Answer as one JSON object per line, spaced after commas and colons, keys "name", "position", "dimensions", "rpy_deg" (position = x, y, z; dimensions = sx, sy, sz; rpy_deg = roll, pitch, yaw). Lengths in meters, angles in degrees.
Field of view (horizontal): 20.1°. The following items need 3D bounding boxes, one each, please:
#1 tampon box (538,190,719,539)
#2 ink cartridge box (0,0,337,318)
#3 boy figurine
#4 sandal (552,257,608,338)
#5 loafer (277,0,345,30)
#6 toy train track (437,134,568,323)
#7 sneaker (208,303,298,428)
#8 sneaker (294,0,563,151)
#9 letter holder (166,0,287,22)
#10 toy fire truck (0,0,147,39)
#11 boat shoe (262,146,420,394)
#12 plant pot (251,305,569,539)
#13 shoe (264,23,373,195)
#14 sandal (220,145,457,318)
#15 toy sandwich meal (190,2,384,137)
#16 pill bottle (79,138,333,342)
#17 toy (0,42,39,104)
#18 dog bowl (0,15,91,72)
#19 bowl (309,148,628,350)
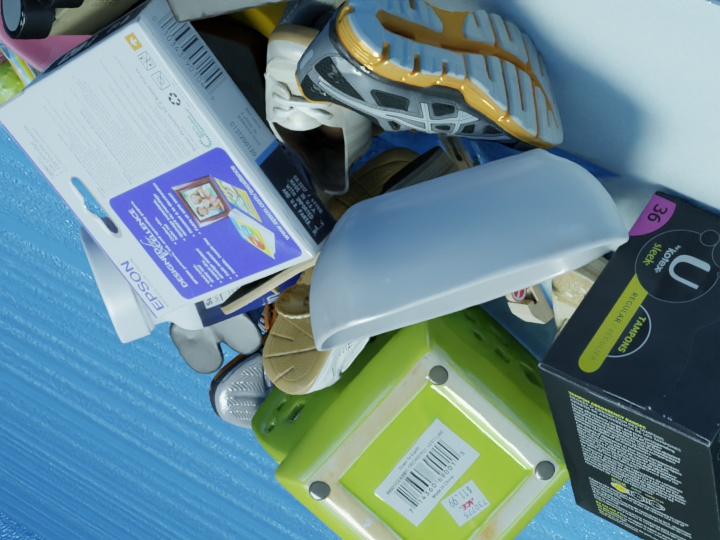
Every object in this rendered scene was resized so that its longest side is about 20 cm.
{"name": "tampon box", "position": [0.216, 0.079, 1.328], "dimensions": [0.126, 0.150, 0.200], "rpy_deg": [25, 156, 27]}
{"name": "ink cartridge box", "position": [-0.138, -0.073, 1.399], "dimensions": [0.199, 0.043, 0.199], "rpy_deg": [-20, 112, 48]}
{"name": "boy figurine", "position": [-0.101, 0.005, 1.704], "dimensions": [0.124, 0.200, 0.065], "rpy_deg": [-26, 114, 21]}
{"name": "sandal", "position": [0.160, 0.069, 1.490], "dimensions": [0.077, 0.070, 0.212], "rpy_deg": [27, 156, 26]}
{"name": "loafer", "position": [0.012, -0.182, 1.248], "dimensions": [0.069, 0.076, 0.200], "rpy_deg": [25, 164, -14]}
{"name": "toy train track", "position": [0.077, -0.043, 1.402], "dimensions": [0.114, 0.032, 0.201], "rpy_deg": [7, 129, 56]}
{"name": "sneaker", "position": [-0.070, 0.068, 1.718], "dimensions": [0.112, 0.199, 0.078], "rpy_deg": [23, 123, 41]}
{"name": "sneaker", "position": [0.045, -0.114, 1.224], "dimensions": [0.199, 0.079, 0.077], "rpy_deg": [20, 141, -39]}
{"name": "letter holder", "position": [-0.086, -0.272, 1.179], "dimensions": [0.100, 0.143, 0.201], "rpy_deg": [-9, 131, 19]}
{"name": "toy fire truck", "position": [-0.195, -0.268, 1.344], "dimensions": [0.176, 0.128, 0.201], "rpy_deg": [-25, 72, 59]}
{"name": "boat shoe", "position": [0.000, 0.000, 1.479], "dimensions": [0.071, 0.201, 0.069], "rpy_deg": [40, -163, 27]}
{"name": "plant pot", "position": [0.048, 0.131, 1.558], "dimensions": [0.199, 0.200, 0.182], "rpy_deg": [42, -173, -10]}
{"name": "shoe", "position": [-0.024, -0.103, 1.327], "dimensions": [0.069, 0.054, 0.200], "rpy_deg": [11, 165, 10]}
{"name": "sandal", "position": [-0.004, 0.000, 1.402], "dimensions": [0.211, 0.078, 0.070], "rpy_deg": [-35, 98, 28]}
{"name": "toy sandwich meal", "position": [-0.069, -0.148, 1.430], "dimensions": [0.205, 0.070, 0.205], "rpy_deg": [32, 159, 14]}
{"name": "pill bottle", "position": [-0.104, -0.023, 1.535], "dimensions": [0.116, 0.199, 0.116], "rpy_deg": [160, 90, -87]}
{"name": "toy", "position": [-0.304, -0.178, 1.727], "dimensions": [0.115, 0.047, 0.200], "rpy_deg": [57, 172, 39]}
{"name": "dog bowl", "position": [-0.234, -0.219, 1.548], "dimensions": [0.200, 0.074, 0.200], "rpy_deg": [33, 159, 14]}
{"name": "bowl", "position": [0.059, -0.016, 1.277], "dimensions": [0.200, 0.199, 0.075], "rpy_deg": [131, 123, -82]}
